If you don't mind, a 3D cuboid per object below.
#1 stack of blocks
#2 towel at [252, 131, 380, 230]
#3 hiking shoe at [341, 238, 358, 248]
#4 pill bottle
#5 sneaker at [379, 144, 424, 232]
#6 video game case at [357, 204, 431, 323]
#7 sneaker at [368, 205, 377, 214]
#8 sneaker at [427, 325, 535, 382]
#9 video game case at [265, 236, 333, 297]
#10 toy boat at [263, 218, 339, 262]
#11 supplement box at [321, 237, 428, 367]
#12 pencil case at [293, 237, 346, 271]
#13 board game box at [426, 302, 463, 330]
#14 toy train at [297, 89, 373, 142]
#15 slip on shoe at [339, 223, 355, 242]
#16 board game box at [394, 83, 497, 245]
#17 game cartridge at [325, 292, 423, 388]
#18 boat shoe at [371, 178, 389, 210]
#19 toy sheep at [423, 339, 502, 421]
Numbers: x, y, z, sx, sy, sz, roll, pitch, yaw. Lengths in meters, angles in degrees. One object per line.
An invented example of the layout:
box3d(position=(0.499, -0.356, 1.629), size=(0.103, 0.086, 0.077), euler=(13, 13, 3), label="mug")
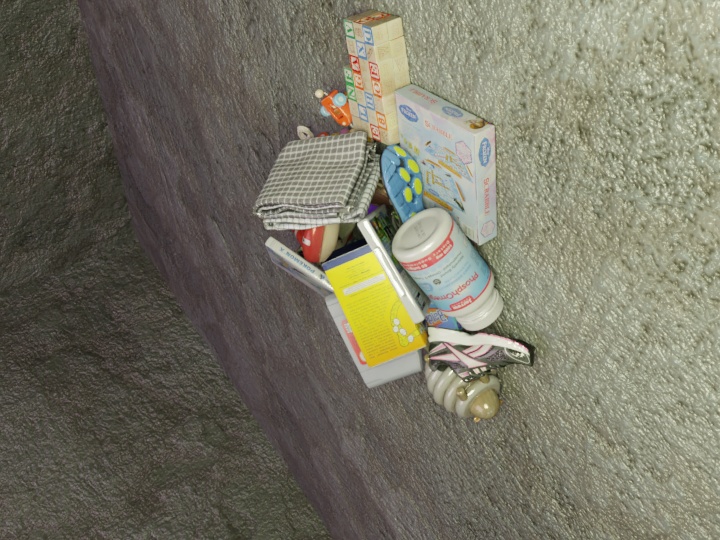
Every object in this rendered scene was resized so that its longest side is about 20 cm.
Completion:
box3d(position=(0.026, -0.319, 1.321), size=(0.115, 0.058, 0.200), euler=(36, 145, 49), label="stack of blocks")
box3d(position=(-0.071, -0.153, 1.373), size=(0.200, 0.166, 0.086), euler=(-2, 138, 29), label="towel")
box3d(position=(0.000, 0.000, 1.540), size=(0.087, 0.074, 0.200), euler=(41, 172, 15), label="hiking shoe")
box3d(position=(0.145, 0.003, 1.288), size=(0.200, 0.109, 0.109), euler=(48, 166, -28), label="pill bottle")
box3d(position=(0.069, -0.112, 1.330), size=(0.083, 0.071, 0.200), euler=(20, 139, 52), label="sneaker")
box3d(position=(0.063, -0.016, 1.325), size=(0.183, 0.022, 0.200), euler=(60, -166, -5), label="video game case")
box3d(position=(-0.014, -0.123, 1.558), size=(0.200, 0.099, 0.070), euler=(47, 154, 35), label="sneaker")
box3d(position=(0.200, 0.148, 1.342), size=(0.200, 0.080, 0.087), euler=(5, 86, 42), label="sneaker")
box3d(position=(-0.107, 0.009, 1.619), size=(0.182, 0.022, 0.200), euler=(35, 171, 3), label="video game case")
box3d(position=(-0.117, -0.098, 1.496), size=(0.200, 0.130, 0.131), euler=(-124, 38, -52), label="toy boat")
box3d(position=(0.030, 0.047, 1.393), size=(0.109, 0.109, 0.200), euler=(-60, -54, -74), label="supplement box")
box3d(position=(-0.042, -0.010, 1.677), size=(0.200, 0.078, 0.089), euler=(41, 115, -12), label="pencil case")
box3d(position=(0.099, 0.019, 1.472), size=(0.152, 0.045, 0.200), euler=(-8, 108, 40), label="board game box")
box3d(position=(-0.038, -0.266, 1.485), size=(0.150, 0.056, 0.200), euler=(45, 157, -10), label="toy train")
box3d(position=(-0.043, -0.094, 1.704), size=(0.074, 0.061, 0.200), euler=(21, 133, 8), label="slip on shoe")
box3d(position=(0.135, -0.169, 1.268), size=(0.200, 0.041, 0.200), euler=(40, 149, 43), label="board game box")
box3d(position=(0.033, 0.113, 1.492), size=(0.200, 0.133, 0.041), euler=(64, -163, -10), label="game cartridge")
box3d(position=(0.001, -0.147, 1.473), size=(0.202, 0.075, 0.075), euler=(32, 156, 20), label="boat shoe")
box3d(position=(0.178, 0.190, 1.448), size=(0.200, 0.138, 0.138), euler=(51, 155, 34), label="toy sheep")
